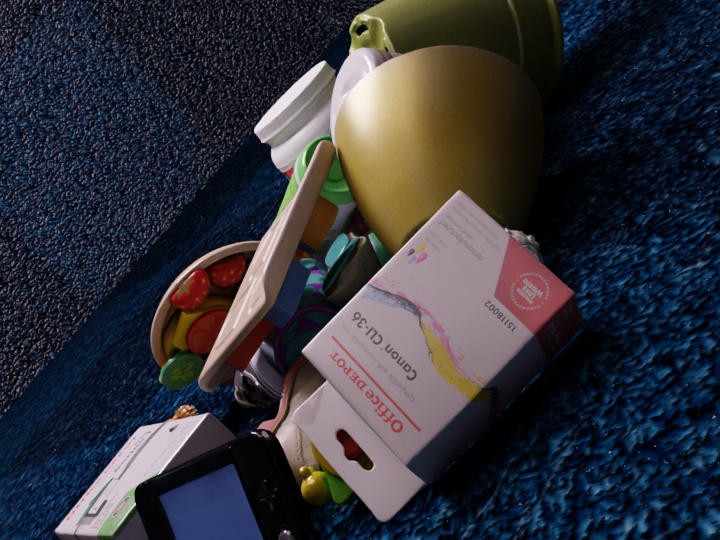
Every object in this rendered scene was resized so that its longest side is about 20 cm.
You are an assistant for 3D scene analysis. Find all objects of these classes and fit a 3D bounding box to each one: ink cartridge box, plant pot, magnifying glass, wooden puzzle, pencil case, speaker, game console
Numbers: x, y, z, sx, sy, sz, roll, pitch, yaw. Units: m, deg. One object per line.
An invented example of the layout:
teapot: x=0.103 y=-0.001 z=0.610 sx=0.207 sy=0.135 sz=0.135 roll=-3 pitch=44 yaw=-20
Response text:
ink cartridge box: x=-0.200 y=0.226 z=1.058 sx=0.147 sy=0.084 sz=0.199 roll=-52 pitch=17 yaw=-29
plant pot: x=0.094 y=-0.249 z=1.212 sx=0.188 sy=0.203 sz=0.199 roll=-23 pitch=7 yaw=-21
magnifying glass: x=0.030 y=-0.006 z=1.110 sx=0.022 sy=0.081 sz=0.200 roll=-25 pitch=5 yaw=3
wooden puzzle: x=-0.077 y=0.004 z=1.014 sx=0.201 sy=0.046 sz=0.187 roll=-54 pitch=12 yaw=50
pencil case: x=-0.055 y=0.051 z=1.126 sx=0.085 sy=0.093 sz=0.200 roll=-43 pitch=15 yaw=4
ink cartridge box: x=0.044 y=0.061 z=0.754 sx=0.200 sy=0.116 sz=0.068 roll=-46 pitch=-27 yaw=-3
speaker: x=-0.051 y=-0.070 z=1.245 sx=0.089 sy=0.088 sz=0.201 roll=-52 pitch=-4 yaw=-30
game console: x=-0.122 y=0.232 z=0.778 sx=0.115 sy=0.179 sz=0.199 roll=-18 pitch=-8 yaw=-45
plant pot: x=0.079 y=-0.076 z=0.975 sx=0.199 sy=0.199 sz=0.144 roll=-35 pitch=44 yaw=31

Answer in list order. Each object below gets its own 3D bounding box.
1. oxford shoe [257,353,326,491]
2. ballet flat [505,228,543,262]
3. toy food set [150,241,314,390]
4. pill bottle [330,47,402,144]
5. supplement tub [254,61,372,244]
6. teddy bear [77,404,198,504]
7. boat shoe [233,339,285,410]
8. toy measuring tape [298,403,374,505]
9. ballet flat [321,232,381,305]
oxford shoe: x=-0.032 y=0.129 z=0.943 sx=0.073 sy=0.071 sz=0.201 roll=-8 pitch=28 yaw=21
ballet flat: x=0.067 y=0.047 z=0.868 sx=0.200 sy=0.072 sz=0.072 roll=-42 pitch=14 yaw=16
toy food set: x=-0.147 y=0.054 z=1.237 sx=0.198 sy=0.049 sz=0.200 roll=-6 pitch=-50 yaw=-42
pill bottle: x=0.077 y=-0.154 z=1.101 sx=0.111 sy=0.197 sz=0.113 roll=5 pitch=90 yaw=65
supplement tub: x=-0.021 y=-0.140 z=1.343 sx=0.140 sy=0.200 sz=0.141 roll=-40 pitch=15 yaw=13
teddy bear: x=-0.252 y=0.230 z=1.227 sx=0.201 sy=0.067 sz=0.145 roll=-51 pitch=13 yaw=-25
boat shoe: x=-0.106 y=0.115 z=1.148 sx=0.067 sy=0.070 sz=0.200 roll=-52 pitch=14 yaw=-2
toy measuring tape: x=0.022 y=0.095 z=0.818 sx=0.200 sy=0.073 sz=0.074 roll=-47 pitch=14 yaw=5
ballet flat: x=0.000 y=0.000 z=1.102 sx=0.068 sy=0.062 sz=0.200 roll=-55 pitch=7 yaw=9
